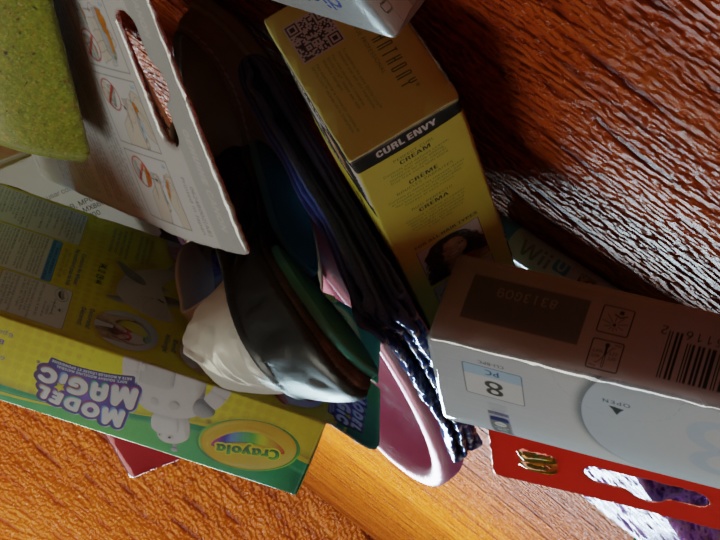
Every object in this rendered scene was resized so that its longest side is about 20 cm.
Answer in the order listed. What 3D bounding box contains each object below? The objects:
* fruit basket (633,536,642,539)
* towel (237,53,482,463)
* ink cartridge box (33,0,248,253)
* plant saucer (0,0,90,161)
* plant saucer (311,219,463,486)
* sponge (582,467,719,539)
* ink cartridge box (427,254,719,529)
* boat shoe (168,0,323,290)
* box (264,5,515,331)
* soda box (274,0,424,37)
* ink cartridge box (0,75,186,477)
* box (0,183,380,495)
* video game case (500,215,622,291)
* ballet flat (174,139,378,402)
[{"bbox_3d":[0.207,0.223,1.086,0.215,0.156,0.216,26,155,13],"label":"fruit basket"},{"bbox_3d":[0.000,0.000,0.865,0.145,0.024,0.200,61,180,26],"label":"towel"},{"bbox_3d":[-0.110,-0.102,0.830,0.200,0.047,0.160,20,136,53],"label":"ink cartridge box"},{"bbox_3d":[-0.201,-0.155,0.805,0.200,0.048,0.200,39,149,39],"label":"plant saucer"},{"bbox_3d":[0.003,0.028,1.085,0.201,0.051,0.201,50,166,17],"label":"plant saucer"},{"bbox_3d":[0.126,0.097,1.026,0.112,0.030,0.200,53,171,-31],"label":"sponge"},{"bbox_3d":[0.119,0.078,0.835,0.160,0.047,0.200,13,150,16],"label":"ink cartridge box"},{"bbox_3d":[-0.067,-0.043,0.945,0.072,0.065,0.200,42,154,37],"label":"boat shoe"},{"bbox_3d":[0.018,-0.043,0.784,0.075,0.050,0.200,59,179,23],"label":"box"},{"bbox_3d":[-0.049,-0.137,0.617,0.200,0.063,0.068,25,164,47],"label":"soda box"},{"bbox_3d":[-0.131,-0.012,1.063,0.144,0.084,0.200,-90,-25,-62],"label":"ink cartridge box"},{"bbox_3d":[-0.087,0.033,0.877,0.200,0.048,0.117,18,-152,-7],"label":"box"},{"bbox_3d":[0.150,0.054,0.926,0.200,0.018,0.143,33,170,16],"label":"video game case"},{"bbox_3d":[-0.043,0.013,0.827,0.068,0.068,0.200,47,-171,-27],"label":"ballet flat"}]
